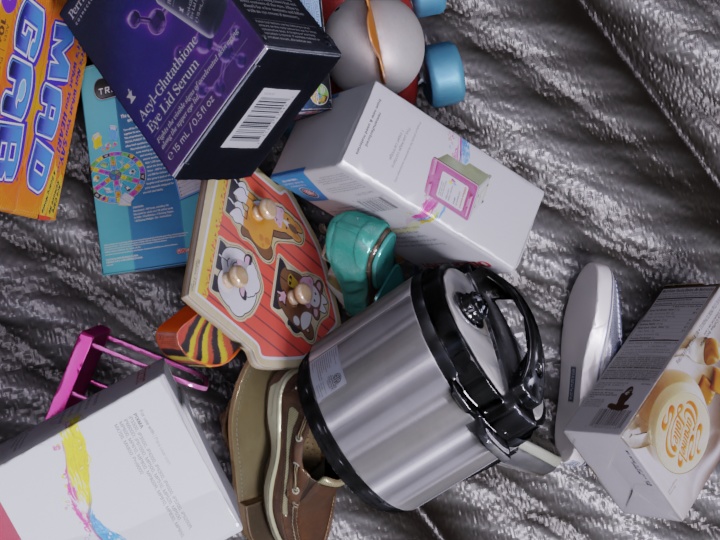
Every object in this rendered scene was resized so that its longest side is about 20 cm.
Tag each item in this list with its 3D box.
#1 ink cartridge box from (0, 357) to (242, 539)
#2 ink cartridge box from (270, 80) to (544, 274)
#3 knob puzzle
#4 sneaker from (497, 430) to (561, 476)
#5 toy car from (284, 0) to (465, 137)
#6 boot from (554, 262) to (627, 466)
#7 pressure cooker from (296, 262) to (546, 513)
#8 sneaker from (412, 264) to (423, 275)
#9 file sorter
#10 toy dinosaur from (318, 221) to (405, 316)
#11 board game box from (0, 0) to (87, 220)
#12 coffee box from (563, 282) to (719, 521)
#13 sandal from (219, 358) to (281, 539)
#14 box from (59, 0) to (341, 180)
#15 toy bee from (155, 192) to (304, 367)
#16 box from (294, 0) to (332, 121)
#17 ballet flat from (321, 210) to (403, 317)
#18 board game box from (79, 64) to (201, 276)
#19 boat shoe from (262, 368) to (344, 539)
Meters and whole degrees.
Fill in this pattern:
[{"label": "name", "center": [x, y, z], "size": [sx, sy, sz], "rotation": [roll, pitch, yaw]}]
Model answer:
[{"label": "ink cartridge box", "center": [-0.214, 0.184, 1.023], "size": [0.199, 0.145, 0.146], "rotation": [-29, 95, -6]}, {"label": "ink cartridge box", "center": [0.042, -0.075, 1.116], "size": [0.199, 0.144, 0.085], "rotation": [31, 75, -25]}, {"label": "knob puzzle", "center": [-0.073, -0.001, 1.119], "size": [0.030, 0.219, 0.222], "rotation": [-20, 92, 30]}, {"label": "sneaker", "center": [0.092, 0.184, 1.228], "size": [0.198, 0.075, 0.107], "rotation": [20, 101, -5]}, {"label": "toy car", "center": [0.006, -0.222, 1.150], "size": [0.182, 0.200, 0.179], "rotation": [-11, 90, -5]}, {"label": "boot", "center": [0.251, 0.096, 1.240], "size": [0.089, 0.073, 0.203], "rotation": [6, 94, -15]}, {"label": "pressure cooker", "center": [0.067, 0.095, 1.073], "size": [0.199, 0.178, 0.177], "rotation": [-35, 83, 18]}, {"label": "sneaker", "center": [0.109, 0.052, 1.226], "size": [0.075, 0.088, 0.202], "rotation": [-20, 67, 30]}, {"label": "file sorter", "center": [-0.233, 0.170, 1.161], "size": [0.124, 0.139, 0.202], "rotation": [23, 88, -5]}, {"label": "toy dinosaur", "center": [0.021, -0.056, 1.233], "size": [0.101, 0.058, 0.201], "rotation": [35, 90, -19]}, {"label": "board game box", "center": [-0.379, -0.168, 1.103], "size": [0.198, 0.200, 0.202], "rotation": [11, 89, 8]}, {"label": "coffee box", "center": [0.297, 0.121, 1.182], "size": [0.200, 0.079, 0.115], "rotation": [-48, 113, -27]}, {"label": "sandal", "center": [-0.112, 0.161, 1.203], "size": [0.077, 0.069, 0.214], "rotation": [-18, 116, -39]}, {"label": "box", "center": [-0.137, -0.198, 1.043], "size": [0.201, 0.104, 0.148], "rotation": [52, 120, 20]}, {"label": "toy bee", "center": [-0.098, 0.034, 1.189], "size": [0.200, 0.131, 0.109], "rotation": [-40, 117, -14]}, {"label": "box", "center": [-0.096, -0.200, 1.146], "size": [0.037, 0.199, 0.138], "rotation": [-7, 91, -31]}, {"label": "ballet flat", "center": [0.000, 0.000, 1.151], "size": [0.070, 0.200, 0.068], "rotation": [29, 70, 16]}, {"label": "board game box", "center": [-0.186, -0.104, 1.174], "size": [0.150, 0.047, 0.203], "rotation": [-7, 90, 31]}, {"label": "boat shoe", "center": [-0.047, 0.192, 1.173], "size": [0.074, 0.074, 0.205], "rotation": [-25, 121, -39]}]
